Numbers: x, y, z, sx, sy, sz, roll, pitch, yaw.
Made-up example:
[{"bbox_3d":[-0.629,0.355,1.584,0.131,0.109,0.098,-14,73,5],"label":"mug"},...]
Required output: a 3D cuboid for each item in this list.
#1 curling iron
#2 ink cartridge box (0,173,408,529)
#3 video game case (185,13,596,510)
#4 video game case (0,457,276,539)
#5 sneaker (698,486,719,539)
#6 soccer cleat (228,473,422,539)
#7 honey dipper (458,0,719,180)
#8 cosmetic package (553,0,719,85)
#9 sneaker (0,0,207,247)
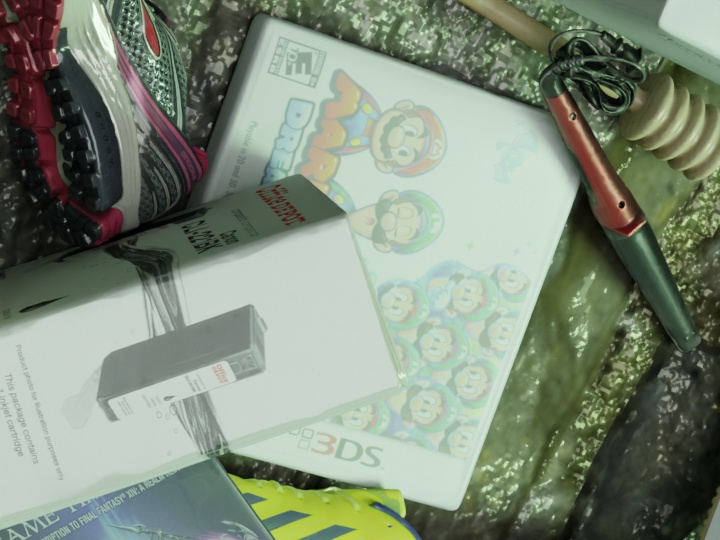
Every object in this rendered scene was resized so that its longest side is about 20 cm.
[{"bbox_3d":[0.132,-0.033,1.227,0.050,0.026,0.200,-15,126,11],"label":"curling iron"},{"bbox_3d":[-0.095,0.033,1.092,0.200,0.144,0.084,-18,101,-6],"label":"ink cartridge box"},{"bbox_3d":[0.000,0.000,1.207,0.182,0.024,0.200,17,97,-24],"label":"video game case"},{"bbox_3d":[-0.072,0.167,1.093,0.143,0.019,0.200,-28,75,-43],"label":"video game case"},{"bbox_3d":[0.243,0.094,1.264,0.070,0.108,0.200,21,88,-54],"label":"sneaker"},{"bbox_3d":[-0.023,0.128,1.213,0.200,0.065,0.084,33,84,-28],"label":"soccer cleat"},{"bbox_3d":[0.093,-0.107,1.210,0.200,0.038,0.038,32,91,-23],"label":"honey dipper"},{"bbox_3d":[0.192,-0.139,1.148,0.199,0.200,0.123,23,94,-24],"label":"cosmetic package"},{"bbox_3d":[-0.120,-0.114,1.108,0.075,0.081,0.200,-25,118,-37],"label":"sneaker"}]
